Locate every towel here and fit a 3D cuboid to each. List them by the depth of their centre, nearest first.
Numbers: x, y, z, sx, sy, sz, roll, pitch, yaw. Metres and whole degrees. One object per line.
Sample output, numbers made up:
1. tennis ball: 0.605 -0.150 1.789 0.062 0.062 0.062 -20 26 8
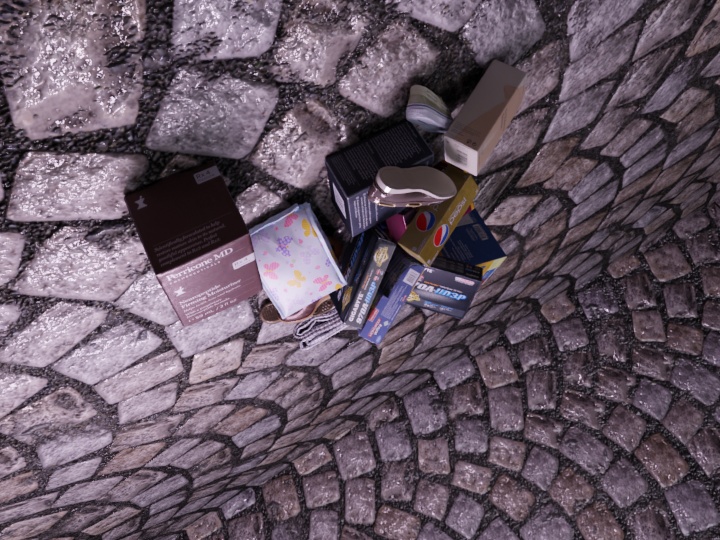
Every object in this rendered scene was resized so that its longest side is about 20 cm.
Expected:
1. towel: -0.089 0.137 1.673 0.197 0.087 0.166 -30 177 -3

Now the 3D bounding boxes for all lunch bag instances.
1. lunch bag: -0.143 -0.033 1.279 0.167 0.128 0.202 -29 126 0

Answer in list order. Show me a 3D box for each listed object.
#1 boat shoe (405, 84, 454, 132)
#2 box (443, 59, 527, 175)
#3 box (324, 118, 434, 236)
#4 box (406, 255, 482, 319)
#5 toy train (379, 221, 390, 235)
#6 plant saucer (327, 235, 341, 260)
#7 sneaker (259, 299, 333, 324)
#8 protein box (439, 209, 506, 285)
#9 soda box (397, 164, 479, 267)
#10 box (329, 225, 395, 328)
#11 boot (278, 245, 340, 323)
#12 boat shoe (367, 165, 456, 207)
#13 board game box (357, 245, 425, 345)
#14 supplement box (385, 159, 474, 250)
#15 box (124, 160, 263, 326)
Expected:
1. boat shoe: 0.144 -0.310 1.182 0.199 0.070 0.064 -5 103 -67
2. box: 0.248 -0.304 1.205 0.202 0.077 0.095 -57 160 -11
3. box: 0.040 -0.188 1.234 0.196 0.108 0.149 -27 155 -10
4. box: 0.183 0.033 1.480 0.195 0.047 0.161 16 139 0
5. toy train: 0.081 -0.109 1.429 0.113 0.086 0.202 -1 145 -21
6. plant saucer: -0.129 -0.005 1.465 0.196 0.038 0.202 -26 155 -13
7. sneaker: -0.167 0.091 1.566 0.194 0.073 0.075 -9 177 -16
8. protein box: 0.240 -0.056 1.613 0.196 0.201 0.136 -14 152 -32
9. soda box: 0.166 -0.116 1.280 0.203 0.063 0.068 -57 144 -3
10. box: 0.000 0.000 1.329 0.045 0.159 0.204 16 107 -21
11. boot: -0.128 0.031 1.436 0.196 0.073 0.168 -28 144 -5
12. boat shoe: 0.100 -0.154 1.156 0.196 0.073 0.060 -4 150 -38
13. board game box: 0.042 0.031 1.392 0.061 0.200 0.203 26 102 -25
14. supplement box: 0.154 -0.144 1.365 0.198 0.085 0.112 -37 129 -19
15. box: -0.281 -0.041 1.049 0.163 0.166 0.201 -25 155 -14
